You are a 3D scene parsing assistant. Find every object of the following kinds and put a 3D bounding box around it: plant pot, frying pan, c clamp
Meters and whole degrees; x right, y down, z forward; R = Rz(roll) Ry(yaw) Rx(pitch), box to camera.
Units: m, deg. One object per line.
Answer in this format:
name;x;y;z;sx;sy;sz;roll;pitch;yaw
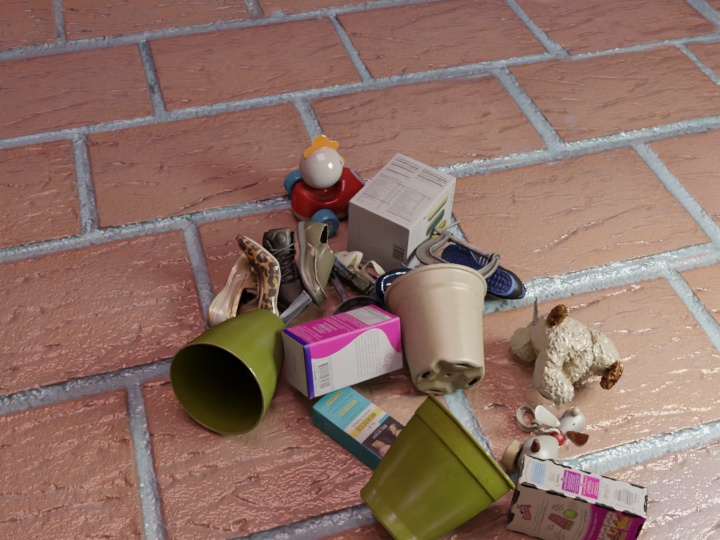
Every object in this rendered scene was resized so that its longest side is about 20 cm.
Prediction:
plant pot;-0.212;0.160;1.592;0.185;0.189;0.200;17;32;14
frying pan;-0.029;0.083;1.752;0.189;0.031;0.115;31;62;28
c clamp;0.205;-0.040;1.788;0.170;0.027;0.199;-24;40;-30
plant pot;0.107;0.334;1.396;0.193;0.201;0.200;-42;56;-5
plant pot;0.150;0.120;1.637;0.197;0.201;0.185;-2;56;-5

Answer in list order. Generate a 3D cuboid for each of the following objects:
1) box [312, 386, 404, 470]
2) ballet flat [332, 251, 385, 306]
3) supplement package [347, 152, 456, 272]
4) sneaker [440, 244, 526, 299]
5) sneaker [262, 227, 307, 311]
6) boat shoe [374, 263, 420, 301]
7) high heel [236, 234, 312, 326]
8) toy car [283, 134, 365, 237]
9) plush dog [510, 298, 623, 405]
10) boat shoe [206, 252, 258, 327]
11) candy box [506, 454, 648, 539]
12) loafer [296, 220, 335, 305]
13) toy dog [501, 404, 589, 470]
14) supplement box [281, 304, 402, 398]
box;0.013;0.284;1.548;0.199;0.050;0.082;32;52;27
ballet flat;0.000;0.000;1.814;0.199;0.075;0.074;35;53;24
supplement package;0.087;-0.115;1.877;0.149;0.153;0.200;25;49;21
sneaker;0.253;0.009;1.825;0.199;0.078;0.071;33;96;41
sneaker;-0.157;-0.009;1.791;0.075;0.115;0.201;-12;50;-12
boat shoe;0.124;0.023;1.753;0.198;0.085;0.068;-7;-1;-29
high heel;-0.209;0.038;1.717;0.142;0.071;0.200;-44;86;-9
toy car;-0.069;-0.212;1.934;0.175;0.202;0.185;-17;48;-19
plush dog;0.398;0.143;1.633;0.170;0.162;0.201;14;26;-21
boat shoe;-0.237;0.042;1.769;0.068;0.074;0.201;18;55;11
candy box;0.341;0.380;1.406;0.197;0.137;0.061;13;43;10
loafer;-0.085;-0.023;1.777;0.069;0.075;0.202;-13;57;5
toy dog;0.323;0.285;1.515;0.130;0.097;0.201;17;41;12
supplement box;-0.031;0.143;1.602;0.198;0.103;0.103;-14;20;-27
